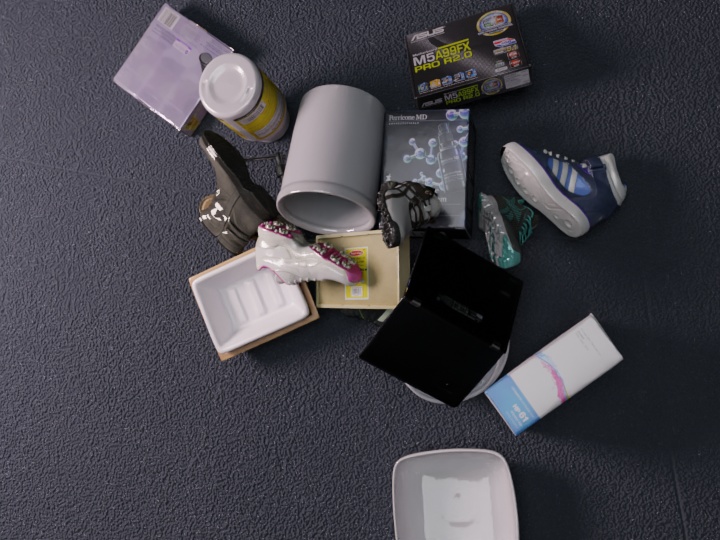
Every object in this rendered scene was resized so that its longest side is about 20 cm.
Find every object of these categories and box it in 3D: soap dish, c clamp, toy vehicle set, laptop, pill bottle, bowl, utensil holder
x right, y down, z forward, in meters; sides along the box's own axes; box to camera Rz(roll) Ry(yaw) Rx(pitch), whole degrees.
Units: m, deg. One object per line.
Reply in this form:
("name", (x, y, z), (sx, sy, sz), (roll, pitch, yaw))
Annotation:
("soap dish", (-0.185, 0.048, 1.302), (0.198, 0.081, 0.159), (-24, 88, 9))
("c clamp", (-0.105, -0.125, 1.309), (0.169, 0.027, 0.202), (-17, 81, -22))
("toy vehicle set", (0.000, 0.000, 1.211), (0.198, 0.026, 0.126), (-1, 88, 46))
("laptop", (0.128, 0.075, 1.142), (0.186, 0.116, 0.202), (29, 63, -15))
("pill bottle", (-0.194, -0.293, 1.290), (0.110, 0.200, 0.113), (-2, 83, 13))
("bowl", (0.157, 0.390, 1.192), (0.197, 0.075, 0.203), (-6, 82, 14))
("utensil holder", (-0.044, -0.184, 1.242), (0.167, 0.170, 0.203), (3, 69, 14))

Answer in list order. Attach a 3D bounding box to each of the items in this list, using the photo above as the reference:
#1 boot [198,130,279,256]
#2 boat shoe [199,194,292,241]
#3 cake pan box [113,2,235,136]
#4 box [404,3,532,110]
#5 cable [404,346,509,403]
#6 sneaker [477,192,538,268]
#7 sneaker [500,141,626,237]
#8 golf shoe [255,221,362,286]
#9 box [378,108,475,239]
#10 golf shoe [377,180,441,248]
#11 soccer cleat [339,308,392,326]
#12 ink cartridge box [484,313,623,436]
("boot", (-0.243, -0.130, 1.274), (0.130, 0.068, 0.201), (-38, 88, 25))
("boat shoe", (-0.213, -0.098, 1.341), (0.198, 0.066, 0.075), (17, 87, 15))
("cake pan box", (-0.357, -0.390, 1.419), (0.199, 0.052, 0.185), (35, 91, 15))
("box", (0.181, -0.362, 1.257), (0.197, 0.044, 0.162), (-13, 57, 12))
("cable", (0.144, 0.112, 1.195), (0.198, 0.069, 0.202), (-31, 103, -4))
("sneaker", (0.245, -0.073, 1.179), (0.090, 0.201, 0.078), (-4, 123, 0))
("sneaker", (0.343, -0.162, 1.208), (0.146, 0.081, 0.200), (-36, 74, -18))
("golf shoe", (-0.089, -0.009, 1.209), (0.198, 0.075, 0.093), (26, 106, 21))
("box", (0.116, -0.161, 1.248), (0.146, 0.107, 0.203), (1, 83, 14))
("golf shoe", (0.075, -0.094, 1.100), (0.093, 0.201, 0.079), (-4, 115, 8))
("soccer cleat", (0.059, 0.085, 1.257), (0.197, 0.067, 0.082), (2, 90, 12))
("ink cartridge box", (0.300, 0.162, 1.146), (0.199, 0.144, 0.085), (-38, 76, 6))
